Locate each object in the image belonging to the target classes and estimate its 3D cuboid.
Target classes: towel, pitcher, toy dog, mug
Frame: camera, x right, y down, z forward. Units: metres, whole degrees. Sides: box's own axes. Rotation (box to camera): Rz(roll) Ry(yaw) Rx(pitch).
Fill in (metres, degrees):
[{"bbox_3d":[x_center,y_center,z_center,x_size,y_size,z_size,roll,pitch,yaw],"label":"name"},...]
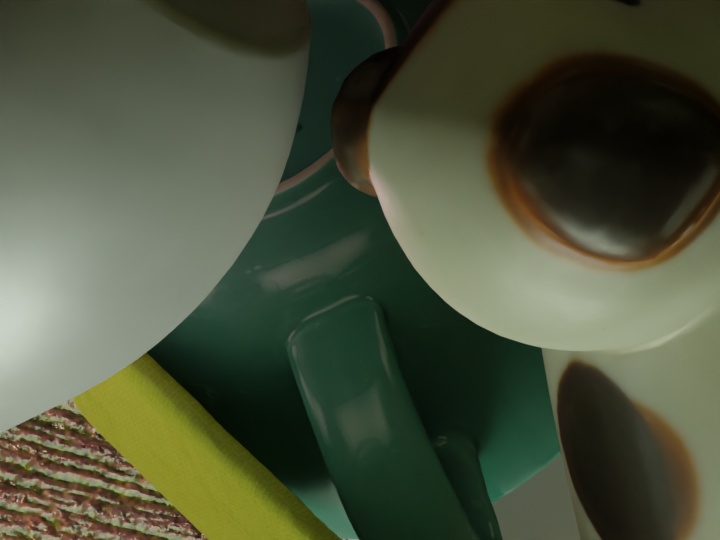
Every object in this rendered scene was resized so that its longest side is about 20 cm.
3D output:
[{"bbox_3d":[-0.015,0.077,0.730,0.200,0.018,0.086,41,160,23],"label":"towel"},{"bbox_3d":[-0.108,-0.002,0.644,0.121,0.200,0.172,39,-156,-6],"label":"pitcher"},{"bbox_3d":[0.079,0.004,0.660,0.200,0.194,0.139,51,171,-31],"label":"toy dog"},{"bbox_3d":[0.004,-0.009,0.778,0.185,0.152,0.115,30,161,46],"label":"mug"}]

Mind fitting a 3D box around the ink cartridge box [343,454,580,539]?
[{"bbox_3d":[0.048,0.055,0.919,0.144,0.085,0.200,-27,-166,-21],"label":"ink cartridge box"}]
